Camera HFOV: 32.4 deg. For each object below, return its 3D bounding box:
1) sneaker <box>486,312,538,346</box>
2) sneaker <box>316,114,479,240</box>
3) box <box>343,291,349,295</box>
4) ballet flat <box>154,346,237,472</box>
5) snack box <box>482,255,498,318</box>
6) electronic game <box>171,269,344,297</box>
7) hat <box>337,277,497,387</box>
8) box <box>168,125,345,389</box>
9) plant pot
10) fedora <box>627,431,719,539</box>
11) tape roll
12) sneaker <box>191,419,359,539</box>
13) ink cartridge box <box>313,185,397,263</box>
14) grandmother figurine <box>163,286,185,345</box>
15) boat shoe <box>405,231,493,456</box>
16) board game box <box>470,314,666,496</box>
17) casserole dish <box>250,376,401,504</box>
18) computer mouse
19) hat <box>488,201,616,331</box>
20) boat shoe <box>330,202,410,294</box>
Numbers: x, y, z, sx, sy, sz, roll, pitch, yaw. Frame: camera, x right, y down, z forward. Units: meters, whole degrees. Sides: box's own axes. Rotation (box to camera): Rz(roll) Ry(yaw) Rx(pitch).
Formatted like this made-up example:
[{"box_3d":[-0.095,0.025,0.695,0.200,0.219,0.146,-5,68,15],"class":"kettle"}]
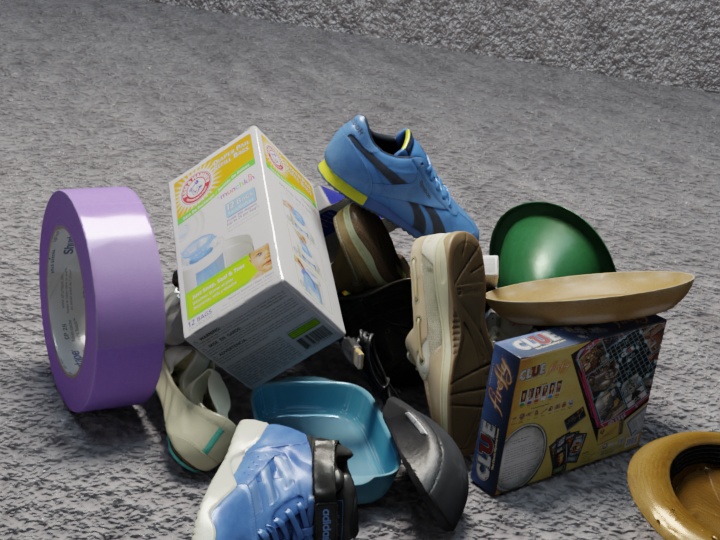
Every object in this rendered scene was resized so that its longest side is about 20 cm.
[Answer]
[{"box_3d":[0.135,0.087,1.231,0.077,0.101,0.200,22,22,1],"class":"sneaker"},{"box_3d":[0.054,-0.082,1.194,0.198,0.079,0.066,28,19,-30],"class":"sneaker"},{"box_3d":[-0.116,0.003,1.467,0.196,0.049,0.118,3,21,-17],"class":"box"},{"box_3d":[-0.153,0.110,1.133,0.068,0.071,0.200,-2,25,-21],"class":"ballet flat"},{"box_3d":[0.104,0.031,1.305,0.070,0.025,0.201,-1,-21,2],"class":"snack box"},{"box_3d":[-0.103,0.027,1.314,0.196,0.042,0.200,11,-8,2],"class":"electronic game"},{"box_3d":[0.046,0.072,1.247,0.197,0.082,0.201,-7,-17,-2],"class":"hat"},{"box_3d":[-0.099,-0.014,1.139,0.111,0.101,0.202,-29,46,18],"class":"box"},{"box_3d":[0.215,0.027,1.169,0.196,0.028,0.200,-6,6,1],"class":"plant pot"},{"box_3d":[0.300,0.210,0.993,0.197,0.083,0.201,6,26,-3],"class":"fedora"},{"box_3d":[-0.241,0.026,1.140,0.065,0.204,0.200,-4,23,-27],"class":"tape roll"},{"box_3d":[-0.058,0.189,0.923,0.109,0.078,0.201,7,28,7],"class":"sneaker"},{"box_3d":[-0.045,-0.041,1.285,0.198,0.038,0.094,-24,-30,39],"class":"ink cartridge box"},{"box_3d":[-0.182,0.043,1.213,0.119,0.062,0.200,6,-4,-10],"class":"grandmother figurine"},{"box_3d":[0.078,0.067,1.136,0.064,0.204,0.071,-4,-1,43],"class":"boat shoe"},{"box_3d":[0.192,0.116,1.130,0.198,0.138,0.034,-9,27,-38],"class":"board game box"},{"box_3d":[-0.035,0.154,1.101,0.119,0.039,0.200,2,22,-14],"class":"casserole dish"},{"box_3d":[0.041,0.124,1.064,0.046,0.141,0.200,-31,25,1],"class":"computer mouse"},{"box_3d":[0.172,0.034,1.338,0.198,0.168,0.175,4,25,44],"class":"hat"},{"box_3d":[0.000,0.000,1.245,0.075,0.200,0.073,-14,60,12],"class":"boat shoe"}]
